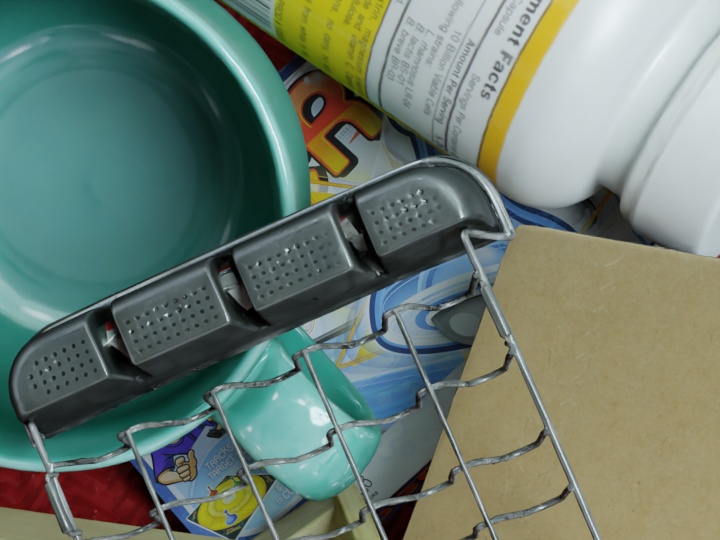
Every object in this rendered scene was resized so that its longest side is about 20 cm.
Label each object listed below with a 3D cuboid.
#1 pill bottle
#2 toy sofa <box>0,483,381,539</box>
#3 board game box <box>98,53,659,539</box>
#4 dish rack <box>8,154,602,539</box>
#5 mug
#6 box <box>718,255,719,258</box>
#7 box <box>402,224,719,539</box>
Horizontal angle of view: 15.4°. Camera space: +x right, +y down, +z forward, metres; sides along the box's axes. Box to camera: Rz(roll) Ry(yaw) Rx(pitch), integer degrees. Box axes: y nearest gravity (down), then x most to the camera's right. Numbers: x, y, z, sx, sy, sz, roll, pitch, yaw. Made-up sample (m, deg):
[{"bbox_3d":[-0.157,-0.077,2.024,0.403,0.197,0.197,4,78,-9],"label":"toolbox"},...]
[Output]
[{"bbox_3d":[0.046,-0.090,0.824,0.200,0.113,0.113,35,59,14],"label":"pill bottle"},{"bbox_3d":[-0.096,0.107,0.819,0.199,0.083,0.098,10,99,-10],"label":"toy sofa"},{"bbox_3d":[0.000,0.000,0.898,0.200,0.034,0.135,-43,77,3],"label":"board game box"},{"bbox_3d":[-0.002,0.081,0.736,0.153,0.055,0.200,-24,82,6],"label":"dish rack"},{"bbox_3d":[-0.087,-0.008,0.834,0.152,0.114,0.185,-15,98,4],"label":"mug"},{"bbox_3d":[0.074,-0.083,0.978,0.200,0.103,0.095,46,61,10],"label":"box"},{"bbox_3d":[0.084,0.092,0.755,0.163,0.021,0.200,11,73,32],"label":"box"}]
